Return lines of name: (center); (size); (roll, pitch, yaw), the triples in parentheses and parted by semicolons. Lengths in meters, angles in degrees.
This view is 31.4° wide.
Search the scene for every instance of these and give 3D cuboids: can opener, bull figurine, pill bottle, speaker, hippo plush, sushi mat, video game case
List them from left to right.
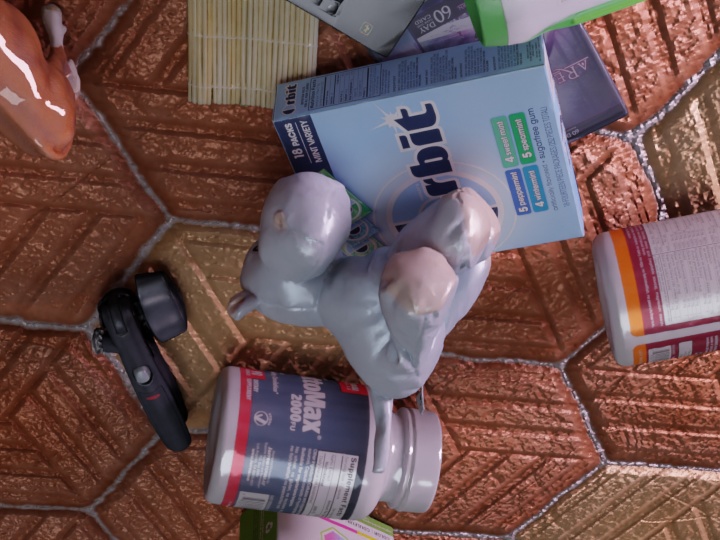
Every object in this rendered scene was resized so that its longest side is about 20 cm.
bull figurine: (-0.250, -0.162, 0.836); (0.064, 0.122, 0.201); (-19, 130, 14)
can opener: (-0.179, 0.088, 1.102); (0.077, 0.064, 0.202); (-7, 131, 3)
sushi mat: (-0.074, -0.195, 0.888); (0.094, 0.012, 0.202); (1, 131, -5)
pill bottle: (-0.034, 0.156, 1.132); (0.197, 0.121, 0.121); (9, 131, -11)
hippo plush: (0.000, 0.000, 0.934); (0.159, 0.160, 0.202); (27, 133, 12)
video game case: (0.092, -0.156, 0.928); (0.141, 0.019, 0.201); (-25, 127, 19)
speaker: (0.162, -0.211, 0.821); (0.197, 0.089, 0.089); (-19, 131, 3)
pill bottle: (0.291, 0.006, 1.019); (0.197, 0.110, 0.110); (-11, 132, 7)

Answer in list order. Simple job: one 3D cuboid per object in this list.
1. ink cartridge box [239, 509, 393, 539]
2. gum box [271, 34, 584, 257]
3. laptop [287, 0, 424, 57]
ink cartridge box: (-0.040, 0.323, 1.226); (0.147, 0.202, 0.076); (28, 126, -25)
gum box: (0.055, -0.080, 0.951); (0.197, 0.045, 0.171); (-9, 135, 14)
laptop: (-0.015, -0.229, 0.784); (0.198, 0.104, 0.178); (26, 118, -20)
